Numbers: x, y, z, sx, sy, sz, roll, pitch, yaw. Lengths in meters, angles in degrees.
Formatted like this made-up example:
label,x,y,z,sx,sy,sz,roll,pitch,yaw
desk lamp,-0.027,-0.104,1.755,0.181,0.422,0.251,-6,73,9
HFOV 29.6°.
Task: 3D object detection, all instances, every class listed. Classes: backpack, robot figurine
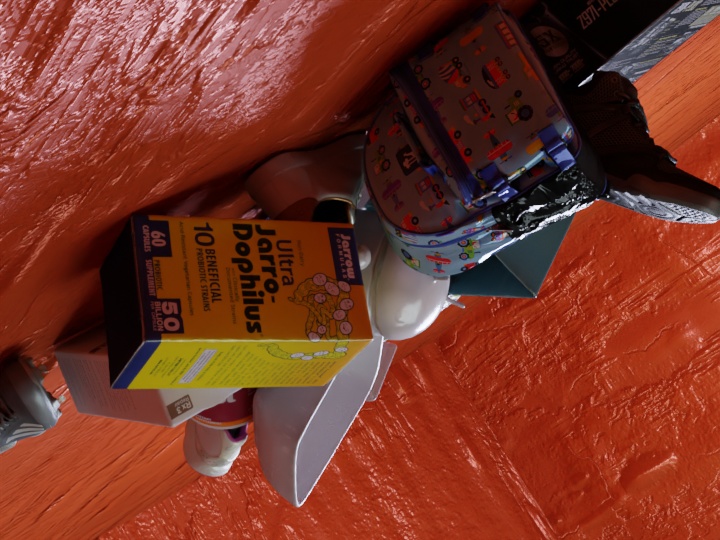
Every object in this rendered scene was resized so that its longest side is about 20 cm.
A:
label,x,y,z,sx,sy,sz,roll,pitch,yaw
backpack,0.084,-0.102,1.161,0.199,0.184,0.134,-30,154,16
robot figurine,0.000,0.000,1.292,0.169,0.198,0.114,28,76,-68

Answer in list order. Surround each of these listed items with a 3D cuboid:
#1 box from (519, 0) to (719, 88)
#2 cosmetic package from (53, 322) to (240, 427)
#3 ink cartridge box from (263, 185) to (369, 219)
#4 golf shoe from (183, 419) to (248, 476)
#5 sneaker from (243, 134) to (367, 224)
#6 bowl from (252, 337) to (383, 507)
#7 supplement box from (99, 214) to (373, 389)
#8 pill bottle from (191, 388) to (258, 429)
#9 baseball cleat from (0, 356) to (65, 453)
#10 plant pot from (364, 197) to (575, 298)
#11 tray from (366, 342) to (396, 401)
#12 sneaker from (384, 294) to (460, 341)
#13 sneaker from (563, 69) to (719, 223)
label,x,y,z,sx,sy,sz,roll,pitch,yaw
box,0.259,-0.250,1.302,0.163,0.087,0.199,-38,170,35
cosmetic package,-0.192,0.086,1.256,0.101,0.075,0.199,-29,-166,-34
ink cartridge box,-0.075,-0.024,1.449,0.197,0.047,0.199,-37,174,31
golf shoe,-0.151,0.124,1.523,0.075,0.202,0.091,11,148,-28
sneaker,-0.027,-0.068,1.247,0.073,0.085,0.199,-41,171,33
bowl,-0.050,0.130,1.446,0.201,0.074,0.201,-57,164,-28
supplement box,-0.105,0.028,1.136,0.198,0.110,0.110,1,155,-26
pill bottle,-0.143,0.070,1.385,0.112,0.113,0.201,-31,153,-20
baseball cleat,-0.335,0.141,1.285,0.106,0.070,0.200,-31,171,-19
plant pot,0.135,-0.097,1.344,0.141,0.141,0.201,2,-126,57
tray,-0.060,0.118,1.748,0.197,0.022,0.108,2,-140,20
sneaker,0.065,0.015,1.590,0.199,0.077,0.076,-24,163,-34
sneaker,0.241,-0.113,1.200,0.076,0.198,0.115,29,87,-52
